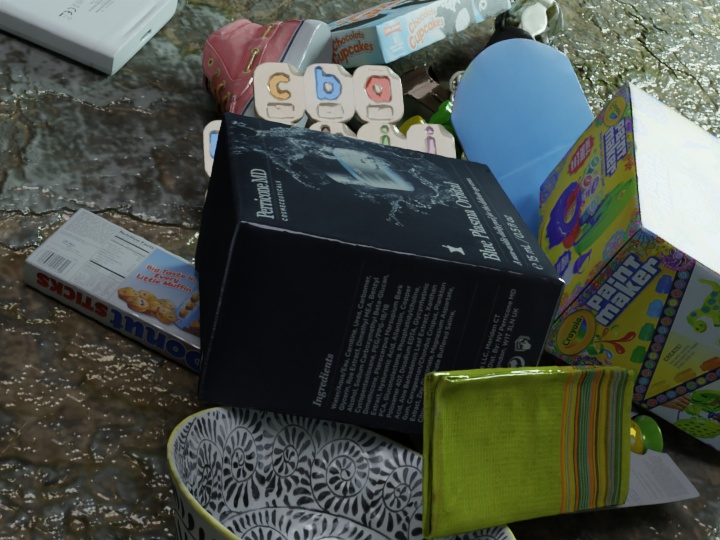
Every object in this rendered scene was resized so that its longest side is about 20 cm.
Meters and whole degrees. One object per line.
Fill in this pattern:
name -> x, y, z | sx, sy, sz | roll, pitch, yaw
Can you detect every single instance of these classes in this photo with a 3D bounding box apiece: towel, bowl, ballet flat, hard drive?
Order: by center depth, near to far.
bowl -> -0.021, 0.160, 0.645 | 0.198, 0.096, 0.201 | 20, 14, -5
towel -> 0.101, 0.099, 0.687 | 0.018, 0.088, 0.198 | -3, -5, 41
hard drive -> -0.280, -0.248, 1.077 | 0.197, 0.027, 0.133 | 24, 41, 4
ballet flat -> 0.163, -0.229, 1.167 | 0.067, 0.069, 0.201 | 32, 29, -4

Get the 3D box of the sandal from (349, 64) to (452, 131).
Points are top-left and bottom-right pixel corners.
sandal -> 0.064, -0.158, 1.084 | 0.198, 0.058, 0.080 | -13, 49, -32

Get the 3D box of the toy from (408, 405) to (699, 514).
toy -> 0.115, 0.125, 0.797 | 0.197, 0.048, 0.116 | -1, 40, -30

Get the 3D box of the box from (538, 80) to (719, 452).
box -> 0.240, -0.003, 0.888 | 0.191, 0.122, 0.201 | 30, 36, -12

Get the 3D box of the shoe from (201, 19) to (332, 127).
shoe -> -0.095, -0.139, 1.000 | 0.089, 0.072, 0.202 | 7, 48, 19

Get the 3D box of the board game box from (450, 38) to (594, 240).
board game box -> 0.140, -0.089, 1.008 | 0.157, 0.039, 0.202 | -28, 95, -36

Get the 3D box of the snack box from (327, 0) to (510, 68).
snack box -> 0.038, -0.230, 1.125 | 0.115, 0.038, 0.199 | 0, 23, 43

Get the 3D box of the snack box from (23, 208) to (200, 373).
snack box -> -0.129, 0.024, 0.832 | 0.198, 0.025, 0.072 | 26, 40, 9

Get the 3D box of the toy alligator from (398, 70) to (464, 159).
toy alligator -> 0.067, -0.105, 0.992 | 0.059, 0.054, 0.201 | 44, 54, -22

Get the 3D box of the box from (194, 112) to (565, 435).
box -> 0.000, 0.000, 0.768 | 0.197, 0.119, 0.197 | 9, 23, -13

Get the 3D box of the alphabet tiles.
alphabet tiles -> -0.020, -0.064, 0.912 | 0.196, 0.015, 0.199 | -1, 73, -14
